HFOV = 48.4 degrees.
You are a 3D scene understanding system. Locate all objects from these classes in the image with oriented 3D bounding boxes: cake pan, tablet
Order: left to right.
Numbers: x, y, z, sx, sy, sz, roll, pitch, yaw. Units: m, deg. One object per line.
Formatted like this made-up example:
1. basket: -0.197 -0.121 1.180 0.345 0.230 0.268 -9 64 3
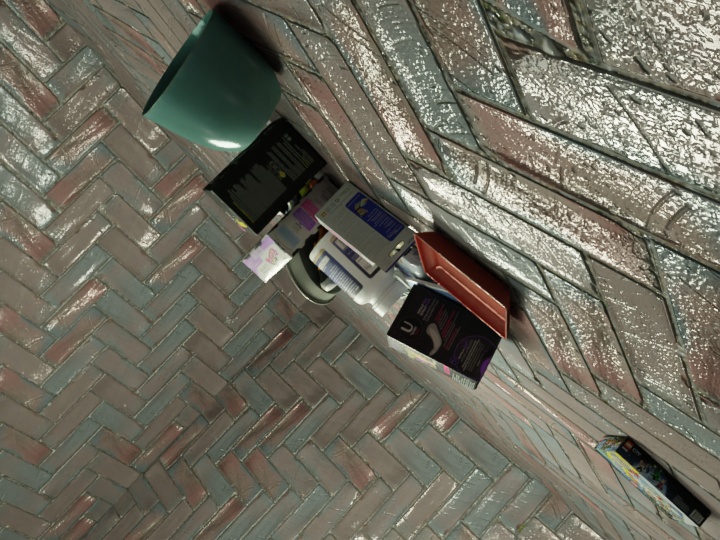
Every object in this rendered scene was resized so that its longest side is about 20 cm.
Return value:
1. cake pan: -0.101 -0.021 1.830 0.200 0.037 0.200 39 -141 -41
2. tablet: 0.183 0.076 1.632 0.130 0.014 0.200 16 159 39

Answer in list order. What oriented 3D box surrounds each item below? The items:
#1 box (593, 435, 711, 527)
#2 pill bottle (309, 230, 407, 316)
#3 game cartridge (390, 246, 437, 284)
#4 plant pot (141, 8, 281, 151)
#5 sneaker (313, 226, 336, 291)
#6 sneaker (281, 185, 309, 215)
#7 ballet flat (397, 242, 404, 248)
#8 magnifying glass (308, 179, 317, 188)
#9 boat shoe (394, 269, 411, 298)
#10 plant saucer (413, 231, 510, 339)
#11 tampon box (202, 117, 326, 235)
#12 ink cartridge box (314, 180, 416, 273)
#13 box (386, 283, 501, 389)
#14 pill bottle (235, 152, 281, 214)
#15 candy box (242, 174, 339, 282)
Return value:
1. box: 0.548 0.395 1.516 0.200 0.038 0.137 43 172 7
2. pill bottle: 0.000 0.000 1.676 0.200 0.111 0.111 43 172 4
3. game cartridge: 0.072 -0.040 1.635 0.200 0.042 0.133 39 167 31
4. plant pot: -0.225 -0.286 1.282 0.161 0.201 0.201 32 177 -23
5. sneaker: -0.071 -0.035 1.783 0.077 0.078 0.200 36 -145 -28
6. sneaker: -0.148 -0.153 1.838 0.074 0.081 0.200 41 172 33
7. ballet flat: 0.017 -0.083 1.559 0.200 0.069 0.069 38 171 36
8. magnifying glass: -0.106 -0.178 1.858 0.080 0.022 0.200 44 172 1
9. boat shoe: 0.093 0.033 1.805 0.074 0.065 0.202 44 172 -5
10. plant saucer: 0.184 0.019 1.369 0.200 0.037 0.200 41 173 20
11. tampon box: -0.193 -0.185 1.594 0.126 0.200 0.150 46 173 -16
12. ink cartridge box: 0.014 -0.078 1.494 0.200 0.095 0.037 39 171 30
13. box: 0.167 0.133 1.582 0.200 0.122 0.106 27 167 12
14. pill bottle: -0.211 -0.212 1.866 0.114 0.114 0.200 41 171 20
15. candy box: -0.138 -0.086 1.668 0.072 0.200 0.168 44 149 -7
